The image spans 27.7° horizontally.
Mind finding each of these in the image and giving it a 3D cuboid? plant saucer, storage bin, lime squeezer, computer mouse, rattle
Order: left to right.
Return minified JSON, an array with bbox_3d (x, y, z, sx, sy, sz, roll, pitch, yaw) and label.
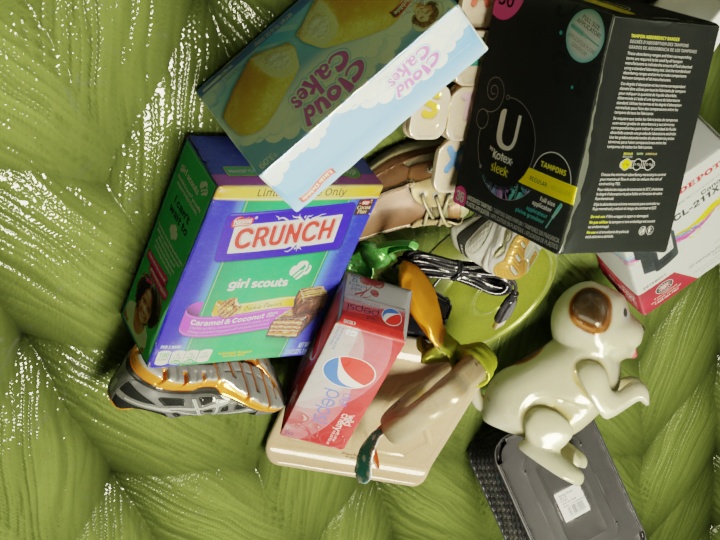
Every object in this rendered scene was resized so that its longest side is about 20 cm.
[{"bbox_3d":[0.000,0.000,1.369,0.200,0.038,0.071,-43,-173,45],"label":"lime squeezer"},{"bbox_3d":[0.025,0.106,1.419,0.143,0.130,0.200,39,140,-13],"label":"rattle"},{"bbox_3d":[0.075,0.046,1.473,0.140,0.046,0.200,8,136,-14],"label":"computer mouse"},{"bbox_3d":[0.134,0.019,1.541,0.200,0.031,0.200,-23,142,-19],"label":"plant saucer"},{"bbox_3d":[0.235,0.271,1.746,0.135,0.200,0.094,-24,179,-18],"label":"storage bin"}]

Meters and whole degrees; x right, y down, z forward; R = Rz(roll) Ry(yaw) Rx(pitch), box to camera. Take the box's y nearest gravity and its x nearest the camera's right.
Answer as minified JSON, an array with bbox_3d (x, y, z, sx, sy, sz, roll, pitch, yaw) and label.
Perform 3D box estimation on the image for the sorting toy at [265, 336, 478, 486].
[{"bbox_3d":[0.014,0.138,1.511,0.185,0.036,0.200,11,130,-16],"label":"sorting toy"}]

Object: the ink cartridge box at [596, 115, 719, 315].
[{"bbox_3d":[0.322,-0.064,1.564,0.146,0.083,0.200,-35,145,-2],"label":"ink cartridge box"}]

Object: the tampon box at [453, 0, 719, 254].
[{"bbox_3d":[0.187,-0.131,1.238,0.126,0.150,0.200,-2,110,-35],"label":"tampon box"}]

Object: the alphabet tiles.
[{"bbox_3d":[0.126,-0.163,1.288,0.200,0.015,0.196,-3,111,-34],"label":"alphabet tiles"}]

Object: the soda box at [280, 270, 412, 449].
[{"bbox_3d":[-0.016,0.089,1.370,0.070,0.063,0.200,15,140,-9],"label":"soda box"}]

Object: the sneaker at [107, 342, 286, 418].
[{"bbox_3d":[-0.151,0.104,1.368,0.077,0.078,0.200,-40,143,28],"label":"sneaker"}]

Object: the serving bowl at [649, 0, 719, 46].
[{"bbox_3d":[0.275,-0.196,1.360,0.200,0.066,0.200,-51,168,-15],"label":"serving bowl"}]

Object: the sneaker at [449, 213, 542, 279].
[{"bbox_3d":[0.159,-0.090,1.410,0.200,0.088,0.076,-54,150,-17],"label":"sneaker"}]

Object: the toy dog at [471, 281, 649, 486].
[{"bbox_3d":[0.235,0.108,1.635,0.200,0.194,0.140,-59,163,8],"label":"toy dog"}]

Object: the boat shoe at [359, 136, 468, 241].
[{"bbox_3d":[0.072,-0.079,1.344,0.200,0.074,0.076,-28,143,-13],"label":"boat shoe"}]

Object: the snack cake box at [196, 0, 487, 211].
[{"bbox_3d":[-0.016,-0.157,1.149,0.200,0.115,0.067,-41,144,4],"label":"snack cake box"}]

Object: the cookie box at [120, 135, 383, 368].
[{"bbox_3d":[-0.096,-0.016,1.270,0.171,0.075,0.200,-3,131,-36],"label":"cookie box"}]
